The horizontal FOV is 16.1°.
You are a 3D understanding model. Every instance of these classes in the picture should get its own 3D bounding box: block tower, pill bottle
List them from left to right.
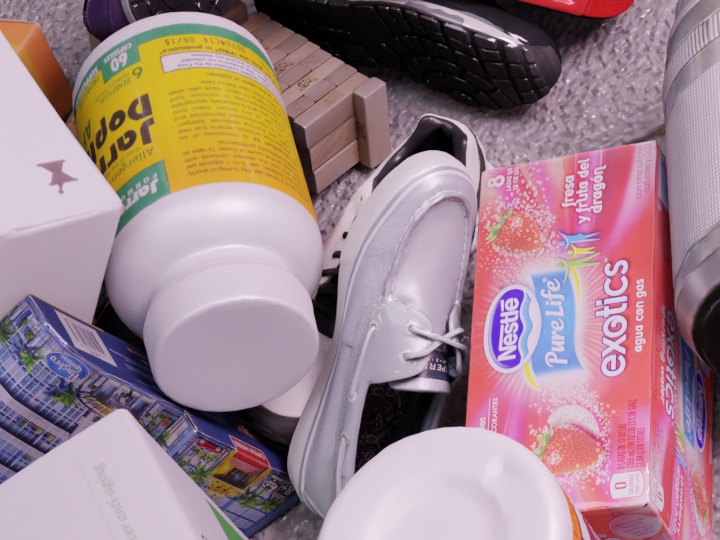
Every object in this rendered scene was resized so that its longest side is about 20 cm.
[{"bbox_3d":[-0.081,-0.029,1.300,0.113,0.113,0.200,-25,48,10],"label":"pill bottle"},{"bbox_3d":[-0.073,-0.115,1.448,0.200,0.054,0.058,31,56,32],"label":"block tower"},{"bbox_3d":[0.068,0.162,1.120,0.114,0.200,0.114,-13,55,19],"label":"pill bottle"}]

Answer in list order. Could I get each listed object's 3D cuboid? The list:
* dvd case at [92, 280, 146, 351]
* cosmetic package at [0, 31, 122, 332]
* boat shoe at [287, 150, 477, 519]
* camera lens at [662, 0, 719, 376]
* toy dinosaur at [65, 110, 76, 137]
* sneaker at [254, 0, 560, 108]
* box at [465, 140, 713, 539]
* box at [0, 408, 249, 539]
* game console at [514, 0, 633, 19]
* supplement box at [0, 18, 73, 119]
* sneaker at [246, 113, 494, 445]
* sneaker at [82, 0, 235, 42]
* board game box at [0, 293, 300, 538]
[{"bbox_3d":[-0.123,0.012,1.431,0.150,0.025,0.200,-26,50,10],"label":"dvd case"},{"bbox_3d":[-0.242,-0.001,1.275,0.165,0.200,0.165,-15,52,-33],"label":"cosmetic package"},{"bbox_3d":[0.024,0.043,1.259,0.072,0.070,0.201,41,120,48],"label":"boat shoe"},{"bbox_3d":[0.225,-0.048,1.206,0.160,0.160,0.200,-12,54,19],"label":"camera lens"},{"bbox_3d":[-0.182,-0.027,1.449,0.106,0.060,0.200,-17,39,3],"label":"toy dinosaur"},{"bbox_3d":[0.037,-0.157,1.423,0.200,0.076,0.088,20,64,35],"label":"sneaker"},{"bbox_3d":[0.114,0.051,1.236,0.095,0.103,0.200,-9,57,23],"label":"box"},{"bbox_3d":[-0.123,0.218,1.198,0.200,0.171,0.199,-34,51,3],"label":"box"},{"bbox_3d":[0.056,-0.218,1.403,0.200,0.031,0.177,13,41,-14],"label":"game console"},{"bbox_3d":[-0.250,-0.060,1.488,0.069,0.067,0.200,7,49,31],"label":"supplement box"},{"bbox_3d":[0.000,0.000,1.327,0.074,0.080,0.200,27,70,20],"label":"sneaker"},{"bbox_3d":[-0.080,-0.198,1.433,0.200,0.076,0.088,-42,21,-27],"label":"sneaker"},{"bbox_3d":[-0.160,0.129,1.290,0.200,0.200,0.062,-45,50,12],"label":"board game box"}]
